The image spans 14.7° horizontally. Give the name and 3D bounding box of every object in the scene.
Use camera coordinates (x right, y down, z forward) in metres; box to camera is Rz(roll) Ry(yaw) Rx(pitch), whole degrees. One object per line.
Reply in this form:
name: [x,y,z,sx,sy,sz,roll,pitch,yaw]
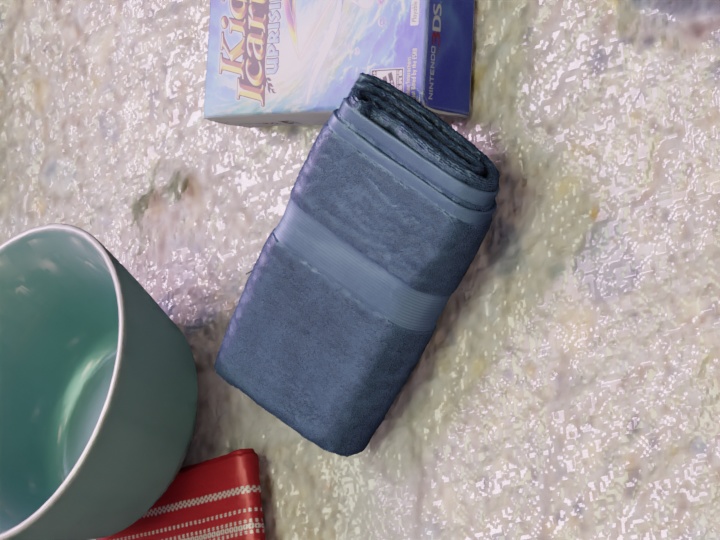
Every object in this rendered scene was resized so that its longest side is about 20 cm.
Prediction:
video game case: [-0.012,-0.187,1.614,0.181,0.045,0.201,0,85,45]
bowl: [-0.173,0.083,1.683,0.200,0.105,0.202,-25,54,39]
towel: [-0.101,0.215,1.674,0.144,0.022,0.201,-18,74,42]
towel: [0.000,0.000,1.562,0.111,0.048,0.201,37,118,17]
